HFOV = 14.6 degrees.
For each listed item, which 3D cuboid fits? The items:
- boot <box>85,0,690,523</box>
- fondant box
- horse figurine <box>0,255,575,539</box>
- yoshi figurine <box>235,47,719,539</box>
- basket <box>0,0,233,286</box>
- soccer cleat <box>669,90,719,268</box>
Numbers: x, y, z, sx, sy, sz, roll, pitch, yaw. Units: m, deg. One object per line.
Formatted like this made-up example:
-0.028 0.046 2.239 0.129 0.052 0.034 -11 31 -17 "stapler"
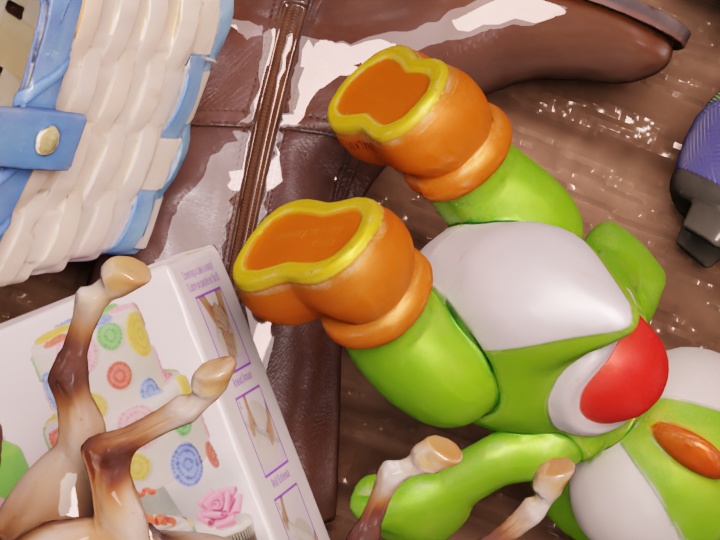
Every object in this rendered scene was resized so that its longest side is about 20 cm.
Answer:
0.000 0.000 0.880 0.185 0.064 0.201 8 85 4 "boot"
-0.077 0.111 0.833 0.144 0.058 0.201 -21 93 15 "fondant box"
-0.039 0.078 0.747 0.199 0.050 0.133 24 117 -14 "horse figurine"
0.051 0.029 0.827 0.112 0.112 0.200 -36 119 23 "yoshi figurine"
-0.146 -0.067 0.795 0.176 0.200 0.140 32 104 37 "basket"
0.192 0.001 0.878 0.200 0.065 0.084 32 83 4 "soccer cleat"
